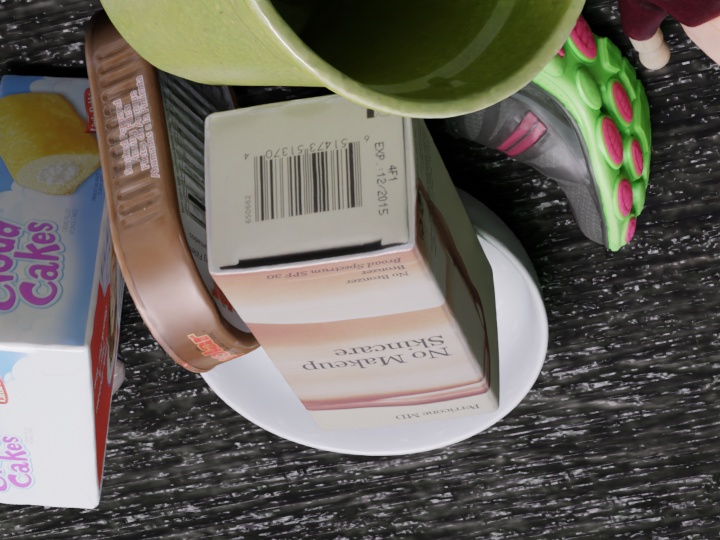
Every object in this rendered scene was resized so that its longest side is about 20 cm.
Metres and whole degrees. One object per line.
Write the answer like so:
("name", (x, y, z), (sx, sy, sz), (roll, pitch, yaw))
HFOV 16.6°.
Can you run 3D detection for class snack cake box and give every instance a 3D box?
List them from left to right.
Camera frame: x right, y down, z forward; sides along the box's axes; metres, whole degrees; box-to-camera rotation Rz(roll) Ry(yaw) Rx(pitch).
("snack cake box", (-0.160, 0.008, 1.266), (0.067, 0.200, 0.115), (3, 133, -2))

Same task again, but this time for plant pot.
("plant pot", (-0.026, -0.159, 1.103), (0.200, 0.201, 0.184), (37, 158, -26))

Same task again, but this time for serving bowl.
("serving bowl", (0.005, 0.012, 1.359), (0.199, 0.066, 0.201), (3, 134, 3))

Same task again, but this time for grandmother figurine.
("grandmother figurine", (0.176, -0.137, 1.206), (0.200, 0.061, 0.121), (34, 119, -28))

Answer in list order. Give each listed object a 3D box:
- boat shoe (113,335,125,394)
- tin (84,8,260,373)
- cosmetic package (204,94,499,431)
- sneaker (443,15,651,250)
("boat shoe", (-0.224, 0.016, 1.379), (0.200, 0.072, 0.076), (26, 128, -26))
("tin", (-0.089, -0.047, 1.223), (0.042, 0.201, 0.112), (-23, 151, 21))
("cosmetic package", (0.000, 0.000, 1.196), (0.103, 0.088, 0.200), (-9, 154, 13))
("sneaker", (0.087, -0.090, 1.260), (0.084, 0.077, 0.200), (-8, 132, 37))
